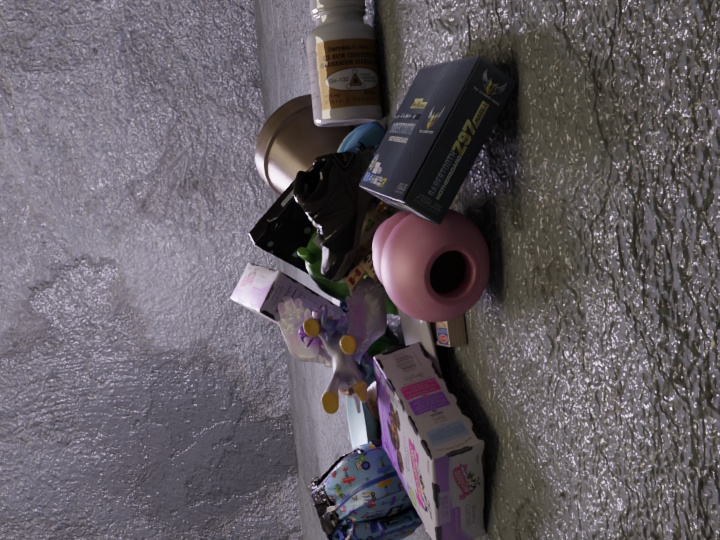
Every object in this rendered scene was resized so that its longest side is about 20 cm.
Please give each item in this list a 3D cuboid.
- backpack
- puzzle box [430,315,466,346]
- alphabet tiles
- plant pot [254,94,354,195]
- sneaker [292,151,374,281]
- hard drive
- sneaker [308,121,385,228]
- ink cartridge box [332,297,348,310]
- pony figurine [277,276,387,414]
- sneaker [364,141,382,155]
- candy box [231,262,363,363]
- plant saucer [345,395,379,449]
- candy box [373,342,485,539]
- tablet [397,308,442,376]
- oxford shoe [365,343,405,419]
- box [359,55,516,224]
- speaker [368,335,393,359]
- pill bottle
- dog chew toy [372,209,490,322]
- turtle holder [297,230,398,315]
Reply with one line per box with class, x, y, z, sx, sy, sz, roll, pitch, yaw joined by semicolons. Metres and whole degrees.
backpack;0.032;0.338;1.208;0.136;0.179;0.201;68;151;26
puzzle box;0.094;0.032;1.069;0.200;0.025;0.136;167;95;-78
alphabet tiles;0.019;-0.061;1.151;0.167;0.006;0.200;-53;25;5
plant pot;-0.068;-0.183;1.407;0.174;0.197;0.203;51;150;38
sneaker;-0.051;-0.076;1.098;0.077;0.112;0.202;-113;31;-48
hard drive;-0.078;-0.067;1.343;0.140;0.199;0.038;-47;47;13
sneaker;-0.003;-0.149;1.209;0.090;0.078;0.203;-26;35;61
ink cartridge box;-0.027;0.010;1.516;0.200;0.040;0.204;109;166;-64
pony figurine;-0.032;0.109;1.113;0.200;0.163;0.197;55;-161;-81
sneaker;0.057;-0.154;1.082;0.200;0.074;0.081;-136;54;-62
candy box;-0.096;0.070;1.292;0.072;0.198;0.167;-61;24;-7
plant saucer;0.008;0.312;1.609;0.201;0.038;0.206;174;90;-78
candy box;0.087;0.224;1.013;0.201;0.070;0.171;-124;23;-53
tablet;0.092;0.150;1.094;0.130;0.013;0.204;-159;54;-75
oxford shoe;0.048;0.206;1.277;0.201;0.071;0.086;101;157;-56
box;0.073;-0.141;0.837;0.160;0.050;0.200;-61;17;4
speaker;0.006;0.138;1.409;0.200;0.086;0.091;-146;50;-75
pill bottle;-0.028;-0.336;1.241;0.114;0.112;0.205;-159;63;-77
dog chew toy;0.069;-0.017;0.910;0.200;0.122;0.127;-141;45;-69
turtle holder;0.001;-0.010;1.283;0.132;0.183;0.143;52;-126;-47
